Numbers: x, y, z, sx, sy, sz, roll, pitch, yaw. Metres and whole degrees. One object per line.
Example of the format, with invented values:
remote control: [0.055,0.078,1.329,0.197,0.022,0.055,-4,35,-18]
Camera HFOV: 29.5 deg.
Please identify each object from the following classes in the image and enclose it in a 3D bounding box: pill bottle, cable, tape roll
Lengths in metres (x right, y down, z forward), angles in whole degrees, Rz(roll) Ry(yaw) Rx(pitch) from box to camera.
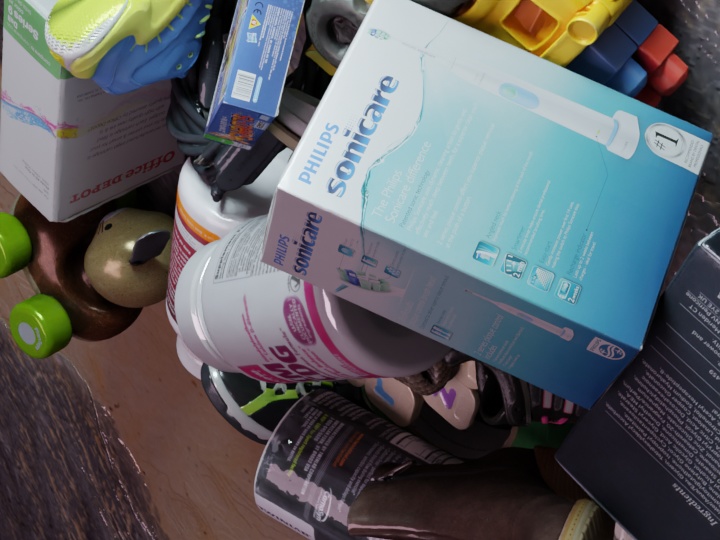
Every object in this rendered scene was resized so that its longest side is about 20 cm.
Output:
pill bottle: [0.029,0.175,1.001,0.200,0.106,0.106,26,133,22]
pill bottle: [-0.032,0.015,0.879,0.200,0.113,0.114,-9,107,55]
cable: [-0.073,-0.157,1.001,0.200,0.051,0.164,-49,44,33]
tape roll: [0.074,0.067,1.017,0.200,0.048,0.201,29,134,35]
pill bottle: [-0.101,-0.001,1.120,0.113,0.113,0.200,40,139,24]

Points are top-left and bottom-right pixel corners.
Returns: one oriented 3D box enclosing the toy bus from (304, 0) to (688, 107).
toy bus: [0.089,-0.148,0.805,0.192,0.136,0.200,44,146,-6]

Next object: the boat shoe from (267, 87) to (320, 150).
boat shoe: [0.029,-0.083,0.886,0.200,0.075,0.069,27,107,22]

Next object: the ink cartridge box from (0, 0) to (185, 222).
ink cartridge box: [-0.212,-0.156,1.116,0.087,0.145,0.200,40,139,25]

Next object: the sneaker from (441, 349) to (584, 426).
sneaker: [0.121,0.075,0.887,0.200,0.087,0.074,41,-177,-20]

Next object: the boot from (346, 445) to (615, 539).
boot: [0.071,0.165,0.843,0.166,0.200,0.073,-4,102,17]

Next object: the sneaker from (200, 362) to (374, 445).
sneaker: [-0.035,0.108,1.111,0.200,0.072,0.083,33,110,-22]

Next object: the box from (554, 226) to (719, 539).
box: [0.221,0.052,0.752,0.107,0.148,0.200,44,140,20]

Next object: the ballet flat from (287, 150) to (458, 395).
ballet flat: [0.000,0.000,0.956,0.067,0.046,0.200,-38,79,49]

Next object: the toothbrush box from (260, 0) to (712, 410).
toothbrush box: [0.067,-0.039,0.733,0.199,0.147,0.085,24,151,1]

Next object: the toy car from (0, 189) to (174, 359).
toy car: [-0.210,-0.027,1.203,0.200,0.164,0.158,-18,100,43]

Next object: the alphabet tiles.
alphabet tiles: [0.025,0.015,0.984,0.195,0.015,0.200,39,134,29]

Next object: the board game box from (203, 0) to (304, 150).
board game box: [-0.055,-0.185,0.867,0.135,0.034,0.201,166,118,-78]

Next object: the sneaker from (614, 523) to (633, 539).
sneaker: [0.204,0.183,0.901,0.200,0.099,0.078,25,132,37]

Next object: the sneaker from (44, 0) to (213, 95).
sneaker: [-0.137,-0.207,1.001,0.076,0.200,0.105,48,175,29]
